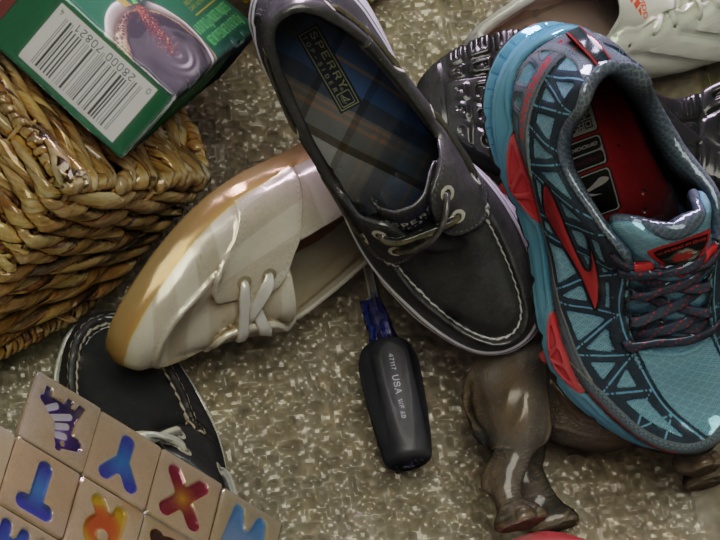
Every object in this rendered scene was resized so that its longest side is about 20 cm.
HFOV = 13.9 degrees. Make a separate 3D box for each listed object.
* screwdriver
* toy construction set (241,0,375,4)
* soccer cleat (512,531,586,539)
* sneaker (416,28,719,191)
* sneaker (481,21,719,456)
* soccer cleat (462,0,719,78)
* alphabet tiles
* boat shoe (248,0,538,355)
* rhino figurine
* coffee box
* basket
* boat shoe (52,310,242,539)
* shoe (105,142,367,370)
[{"bbox_3d":[0.000,0.000,1.360,0.029,0.028,0.200,-24,63,15],"label":"screwdriver"},{"bbox_3d":[-0.067,-0.188,1.379,0.200,0.092,0.131,31,46,8],"label":"toy construction set"},{"bbox_3d":[0.028,0.175,1.253,0.200,0.076,0.067,-31,103,-20],"label":"soccer cleat"},{"bbox_3d":[0.115,-0.051,1.344,0.200,0.091,0.076,12,63,-14],"label":"sneaker"},{"bbox_3d":[0.113,-0.006,1.241,0.079,0.096,0.200,-28,105,-16],"label":"sneaker"},{"bbox_3d":[0.131,-0.123,1.390,0.200,0.078,0.069,-28,74,-16],"label":"soccer cleat"},{"bbox_3d":[-0.124,0.123,1.184,0.200,0.008,0.167,34,48,-25],"label":"alphabet tiles"},{"bbox_3d":[0.017,-0.041,1.258,0.070,0.066,0.200,-26,107,9],"label":"boat shoe"},{"bbox_3d":[0.139,0.054,1.330,0.200,0.060,0.087,-15,74,-13],"label":"rhino figurine"},{"bbox_3d":[-0.146,-0.144,1.281,0.200,0.123,0.044,42,114,-1],"label":"coffee box"},{"bbox_3d":[-0.184,-0.062,1.326,0.200,0.143,0.149,50,115,17],"label":"basket"},{"bbox_3d":[-0.088,0.104,1.284,0.074,0.060,0.200,-9,70,-10],"label":"boat shoe"},{"bbox_3d":[-0.029,-0.015,1.310,0.053,0.070,0.200,39,60,23],"label":"shoe"}]
